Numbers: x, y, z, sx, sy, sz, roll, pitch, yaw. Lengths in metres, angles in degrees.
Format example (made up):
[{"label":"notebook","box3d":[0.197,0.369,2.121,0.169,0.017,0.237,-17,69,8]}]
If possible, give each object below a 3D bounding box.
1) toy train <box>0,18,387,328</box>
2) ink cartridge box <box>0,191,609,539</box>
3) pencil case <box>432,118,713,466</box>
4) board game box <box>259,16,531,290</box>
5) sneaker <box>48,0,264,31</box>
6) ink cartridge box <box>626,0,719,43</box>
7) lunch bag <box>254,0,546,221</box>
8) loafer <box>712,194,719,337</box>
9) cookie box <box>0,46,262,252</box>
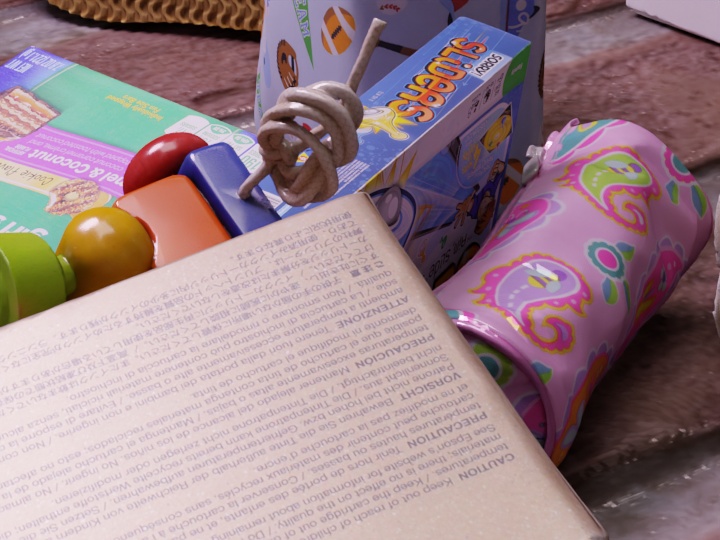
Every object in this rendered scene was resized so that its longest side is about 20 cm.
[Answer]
[{"label":"toy train","box3d":[-0.077,-0.004,0.825,0.115,0.200,0.085,-10,52,-39]},{"label":"ink cartridge box","box3d":[-0.051,0.082,0.745,0.199,0.075,0.165,-21,47,-13]},{"label":"pencil case","box3d":[0.072,0.011,1.014,0.087,0.088,0.200,9,31,22]},{"label":"board game box","box3d":[0.000,0.000,0.987,0.034,0.136,0.200,22,34,18]},{"label":"sneaker","box3d":[-0.100,-0.178,1.443,0.199,0.075,0.090,14,22,17]},{"label":"ink cartridge box","box3d":[0.223,-0.239,1.382,0.146,0.201,0.084,-23,35,-35]},{"label":"lunch bag","box3d":[0.009,-0.118,1.189,0.123,0.171,0.200,-9,26,-21]},{"label":"loafer","box3d":[0.178,-0.009,1.072,0.068,0.076,0.200,8,19,22]},{"label":"cookie box","box3d":[-0.142,0.010,1.004,0.171,0.076,0.200,23,51,41]}]
